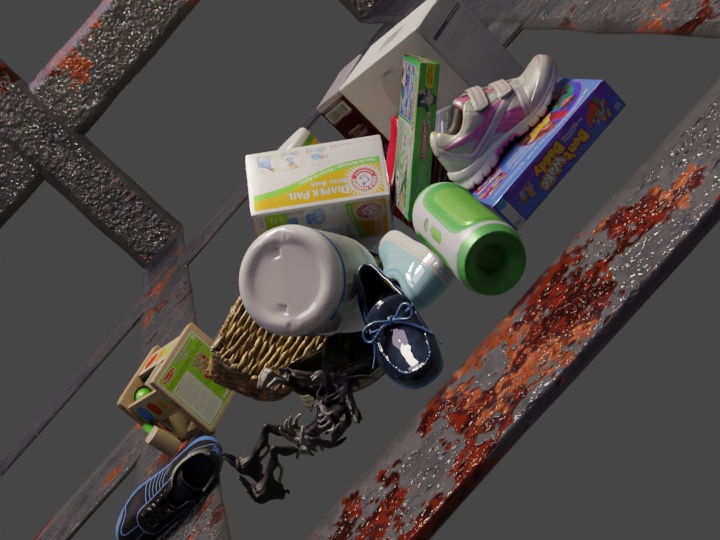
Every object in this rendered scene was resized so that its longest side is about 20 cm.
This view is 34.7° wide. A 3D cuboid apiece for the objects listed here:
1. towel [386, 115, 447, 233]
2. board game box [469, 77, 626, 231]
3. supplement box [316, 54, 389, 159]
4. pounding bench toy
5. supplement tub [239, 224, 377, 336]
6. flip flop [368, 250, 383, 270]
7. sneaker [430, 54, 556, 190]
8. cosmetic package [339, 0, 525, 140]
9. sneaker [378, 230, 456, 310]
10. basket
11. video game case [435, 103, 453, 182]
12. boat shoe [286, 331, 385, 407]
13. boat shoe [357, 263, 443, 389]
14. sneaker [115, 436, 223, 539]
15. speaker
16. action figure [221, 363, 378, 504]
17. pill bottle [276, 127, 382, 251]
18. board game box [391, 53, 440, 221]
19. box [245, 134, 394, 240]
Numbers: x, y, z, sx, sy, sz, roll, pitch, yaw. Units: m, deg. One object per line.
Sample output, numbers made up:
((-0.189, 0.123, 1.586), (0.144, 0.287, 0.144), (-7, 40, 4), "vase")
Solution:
((0.075, -0.133, 1.631), (0.200, 0.022, 0.147), (-135, 50, -65), "towel")
((0.220, -0.146, 1.416), (0.201, 0.045, 0.134), (-49, 16, -1), "board game box")
((0.035, -0.227, 1.809), (0.061, 0.200, 0.110), (-31, 23, 44), "supplement box")
((-0.304, 0.216, 1.823), (0.155, 0.124, 0.201), (-30, 24, 48), "pounding bench toy")
((-0.058, 0.016, 1.428), (0.132, 0.132, 0.200), (-45, -13, 9), "supplement tub")
((0.000, 0.000, 1.618), (0.058, 0.080, 0.200), (-64, 9, 3), "flip flop")
((0.164, -0.198, 1.440), (0.201, 0.088, 0.081), (-49, 15, -1), "sneaker")
((0.114, -0.274, 1.713), (0.198, 0.200, 0.124), (-28, 22, 50), "cosmetic package")
((0.049, 0.005, 1.467), (0.082, 0.074, 0.200), (-45, 15, -6), "sneaker")
((-0.112, 0.082, 1.613), (0.202, 0.141, 0.149), (-63, 0, -20), "basket")
((0.119, -0.154, 1.606), (0.199, 0.019, 0.146), (165, 107, -63), "video game case")
((-0.022, 0.111, 1.423), (0.200, 0.066, 0.072), (-32, 20, 44), "boat shoe")
((0.030, 0.062, 1.316), (0.083, 0.069, 0.200), (-33, 34, -6), "boat shoe")
((-0.267, 0.313, 1.598), (0.200, 0.070, 0.078), (-48, 9, -3), "sneaker")
((0.121, -0.040, 1.327), (0.089, 0.088, 0.200), (-46, 24, 5), "speaker")
((-0.072, 0.173, 1.341), (0.200, 0.102, 0.119), (-48, 37, 5), "action figure")
((-0.053, -0.111, 1.767), (0.111, 0.200, 0.111), (-44, 12, 12), "pill bottle")
((0.072, -0.177, 1.527), (0.135, 0.029, 0.204), (-118, 31, -73), "board game box")
((-0.056, -0.107, 1.635), (0.113, 0.196, 0.103), (83, 179, -61), "box")
